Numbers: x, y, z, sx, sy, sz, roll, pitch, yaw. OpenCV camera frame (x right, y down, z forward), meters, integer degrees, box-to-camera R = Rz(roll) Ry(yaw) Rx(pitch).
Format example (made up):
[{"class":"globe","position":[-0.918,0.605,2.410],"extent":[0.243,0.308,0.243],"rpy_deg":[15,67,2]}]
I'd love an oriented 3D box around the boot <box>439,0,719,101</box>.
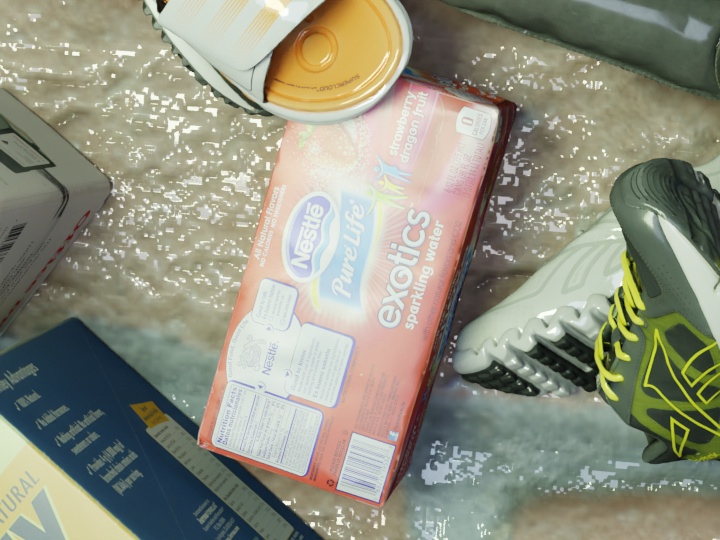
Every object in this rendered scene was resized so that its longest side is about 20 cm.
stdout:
[{"class":"boot","position":[0.128,-0.116,0.932],"extent":[0.199,0.182,0.073],"rpy_deg":[28,95,-2]}]

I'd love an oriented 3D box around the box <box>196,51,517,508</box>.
[{"class":"box","position":[0.000,0.000,0.999],"extent":[0.099,0.095,0.202],"rpy_deg":[17,99,7]}]

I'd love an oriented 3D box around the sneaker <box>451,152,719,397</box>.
[{"class":"sneaker","position":[0.132,0.000,1.003],"extent":[0.199,0.075,0.082],"rpy_deg":[-26,57,20]}]

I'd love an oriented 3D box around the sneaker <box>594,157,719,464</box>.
[{"class":"sneaker","position":[0.139,0.032,0.919],"extent":[0.084,0.075,0.201],"rpy_deg":[-17,135,15]}]

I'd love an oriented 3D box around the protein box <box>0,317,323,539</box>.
[{"class":"protein box","position":[-0.130,0.148,0.983],"extent":[0.200,0.199,0.135],"rpy_deg":[41,100,1]}]

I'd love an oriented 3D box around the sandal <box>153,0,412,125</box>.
[{"class":"sandal","position":[-0.071,-0.140,0.931],"extent":[0.206,0.059,0.079],"rpy_deg":[38,99,14]}]

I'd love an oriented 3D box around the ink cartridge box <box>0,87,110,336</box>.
[{"class":"ink cartridge box","position":[-0.215,-0.006,0.975],"extent":[0.084,0.200,0.146],"rpy_deg":[40,100,3]}]

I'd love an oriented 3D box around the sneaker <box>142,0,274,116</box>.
[{"class":"sneaker","position":[-0.076,-0.175,1.000],"extent":[0.090,0.070,0.201],"rpy_deg":[-32,90,13]}]
